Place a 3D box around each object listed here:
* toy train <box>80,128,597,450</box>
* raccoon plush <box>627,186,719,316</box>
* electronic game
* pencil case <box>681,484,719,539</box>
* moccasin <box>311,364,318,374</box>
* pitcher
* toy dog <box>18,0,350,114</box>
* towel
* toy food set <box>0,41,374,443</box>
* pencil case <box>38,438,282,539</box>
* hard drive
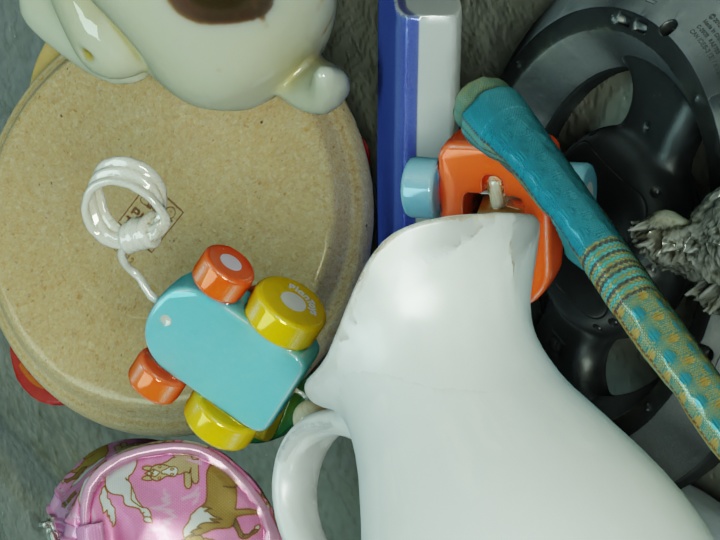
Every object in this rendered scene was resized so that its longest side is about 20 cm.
[{"bbox_3d":[0.000,0.000,0.976,0.200,0.056,0.150,0,112,22],"label":"toy train"},{"bbox_3d":[0.160,0.046,0.821,0.097,0.134,0.200,9,111,55],"label":"raccoon plush"},{"bbox_3d":[0.097,-0.014,0.957,0.200,0.042,0.200,-11,78,58],"label":"electronic game"},{"bbox_3d":[0.125,0.135,0.952,0.083,0.091,0.200,52,171,-35],"label":"pencil case"},{"bbox_3d":[-0.071,-0.024,1.224,0.078,0.074,0.201,-23,80,45],"label":"moccasin"},{"bbox_3d":[0.042,0.106,0.888,0.172,0.121,0.200,-52,53,45],"label":"pitcher"},{"bbox_3d":[-0.093,-0.151,1.043,0.194,0.140,0.200,59,180,29],"label":"toy dog"},{"bbox_3d":[0.104,0.037,0.806,0.200,0.022,0.147,57,-173,27],"label":"towel"},{"bbox_3d":[-0.086,-0.021,1.152,0.200,0.049,0.198,25,94,21],"label":"toy food set"},{"bbox_3d":[-0.085,0.109,1.081,0.083,0.087,0.200,48,170,-4],"label":"pencil case"},{"bbox_3d":[0.022,-0.032,1.056,0.132,0.025,0.200,-97,6,-65],"label":"hard drive"}]
